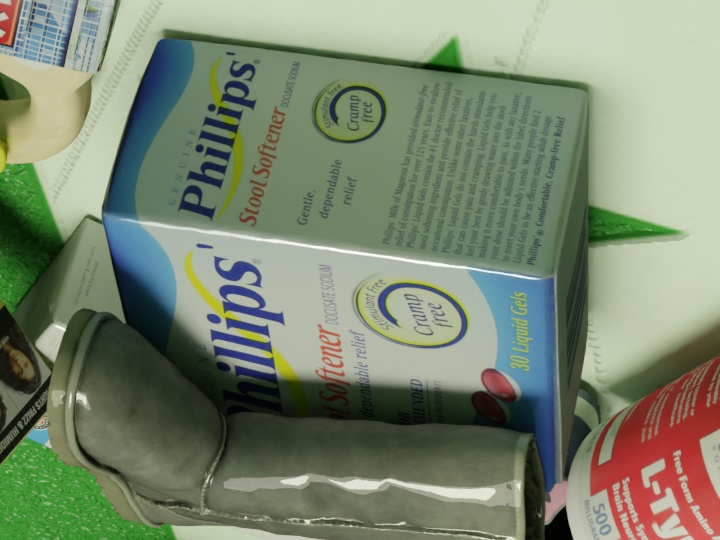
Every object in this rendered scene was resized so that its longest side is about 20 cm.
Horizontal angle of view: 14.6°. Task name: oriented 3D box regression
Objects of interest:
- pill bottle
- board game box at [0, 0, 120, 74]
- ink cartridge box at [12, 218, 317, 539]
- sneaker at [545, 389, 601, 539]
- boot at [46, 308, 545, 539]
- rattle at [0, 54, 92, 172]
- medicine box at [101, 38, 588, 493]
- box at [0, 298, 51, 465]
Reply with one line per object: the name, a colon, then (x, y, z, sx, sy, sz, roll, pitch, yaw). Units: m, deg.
pill bottle: (0.195, 0.089, 1.320, 0.112, 0.113, 0.200, 28, 145, -20)
board game box: (-0.132, -0.158, 1.090, 0.199, 0.062, 0.201, 14, 131, -5)
ink cartridge box: (-0.078, 0.064, 1.431, 0.199, 0.068, 0.115, 26, 145, -15)
sneaker: (0.102, 0.141, 1.462, 0.070, 0.082, 0.200, -1, 144, 19)
boot: (-0.024, 0.080, 1.241, 0.199, 0.073, 0.182, 10, 162, 19)
rattle: (-0.173, -0.071, 1.208, 0.199, 0.143, 0.130, -18, 117, 48)
medicine box: (0.000, 0.000, 1.273, 0.199, 0.103, 0.183, 7, 146, 10)
box: (-0.225, 0.003, 1.331, 0.050, 0.075, 0.201, -19, 111, 39)
